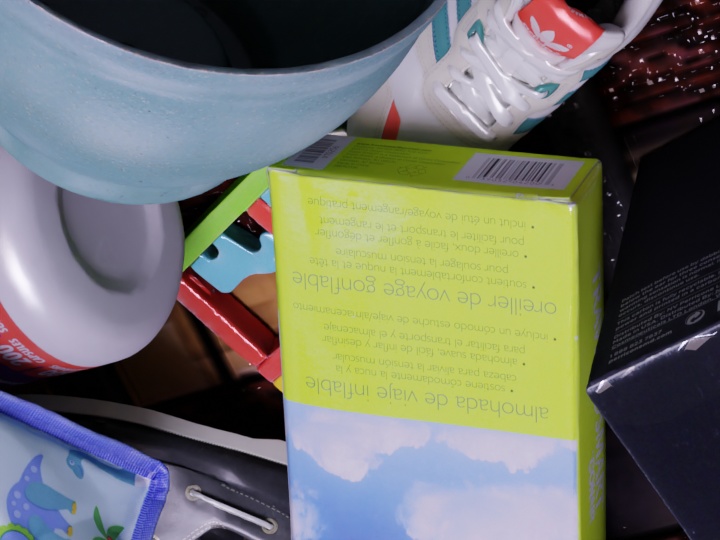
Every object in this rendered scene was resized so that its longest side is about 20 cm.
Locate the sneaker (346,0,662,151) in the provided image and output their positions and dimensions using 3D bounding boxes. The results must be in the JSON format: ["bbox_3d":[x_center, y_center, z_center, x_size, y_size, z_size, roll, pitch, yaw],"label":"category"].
[{"bbox_3d":[0.057,-0.092,0.888,0.070,0.093,0.200,38,113,-9],"label":"sneaker"}]

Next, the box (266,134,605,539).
[{"bbox_3d":[0.031,0.052,0.922,0.122,0.048,0.200,7,116,20],"label":"box"}]

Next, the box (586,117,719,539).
[{"bbox_3d":[0.187,0.053,0.893,0.104,0.182,0.200,-28,108,25],"label":"box"}]

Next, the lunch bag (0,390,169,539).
[{"bbox_3d":[-0.203,0.101,0.923,0.200,0.128,0.170,26,144,-27],"label":"lunch bag"}]

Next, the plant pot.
[{"bbox_3d":[-0.074,-0.108,0.875,0.200,0.200,0.134,26,141,-2],"label":"plant pot"}]

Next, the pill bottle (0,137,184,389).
[{"bbox_3d":[-0.177,-0.001,0.981,0.200,0.112,0.112,-15,114,32],"label":"pill bottle"}]

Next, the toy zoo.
[{"bbox_3d":[0.000,0.000,1.002,0.200,0.020,0.131,42,119,-10],"label":"toy zoo"}]

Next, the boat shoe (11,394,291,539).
[{"bbox_3d":[-0.089,0.098,1.017,0.200,0.068,0.072,15,154,-14],"label":"boat shoe"}]
